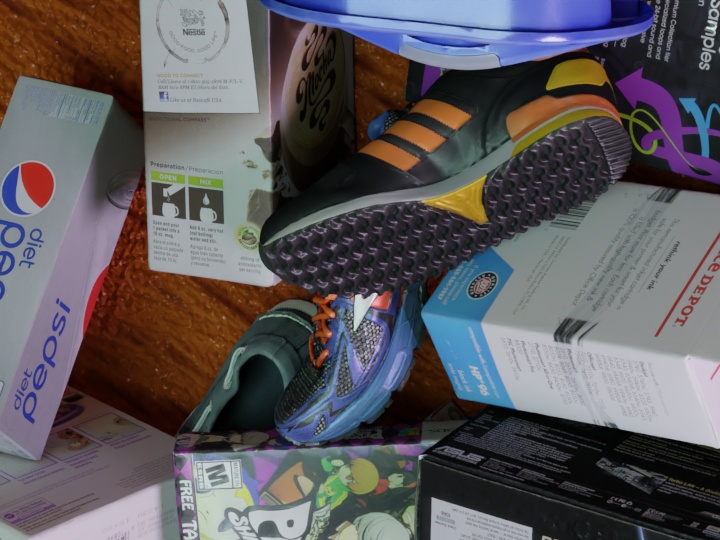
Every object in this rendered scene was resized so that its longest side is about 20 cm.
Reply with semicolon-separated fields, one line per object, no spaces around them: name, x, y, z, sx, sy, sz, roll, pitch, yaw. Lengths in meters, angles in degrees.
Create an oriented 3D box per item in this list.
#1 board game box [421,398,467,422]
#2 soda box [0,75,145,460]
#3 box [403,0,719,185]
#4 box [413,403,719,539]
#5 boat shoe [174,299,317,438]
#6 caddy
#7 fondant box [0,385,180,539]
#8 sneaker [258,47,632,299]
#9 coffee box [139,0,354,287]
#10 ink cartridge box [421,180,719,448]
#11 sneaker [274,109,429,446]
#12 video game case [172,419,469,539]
board game box;0.070;0.188;1.563;0.200;0.035;0.126;49;120;2
soda box;-0.184;-0.002;1.539;0.063;0.068;0.201;12;73;20
box;0.126;-0.134;1.428;0.199;0.036;0.144;17;114;20
box;0.152;0.128;1.413;0.199;0.164;0.087;15;117;29
boat shoe;-0.077;0.106;1.587;0.073;0.062;0.201;34;119;7
caddy;0.047;-0.151;1.354;0.199;0.141;0.106;8;108;18
fondant box;-0.198;0.120;1.570;0.199;0.144;0.059;23;120;38
sneaker;0.039;-0.056;1.413;0.199;0.090;0.070;-22;139;12
coffee box;-0.059;-0.107;1.478;0.079;0.113;0.201;7;111;22
ink cartridge box;0.147;0.020;1.394;0.199;0.116;0.068;10;139;36
sneaker;0.000;0.000;1.477;0.078;0.075;0.201;25;93;-23
video game case;-0.006;0.183;1.526;0.180;0.036;0.202;-2;107;4
